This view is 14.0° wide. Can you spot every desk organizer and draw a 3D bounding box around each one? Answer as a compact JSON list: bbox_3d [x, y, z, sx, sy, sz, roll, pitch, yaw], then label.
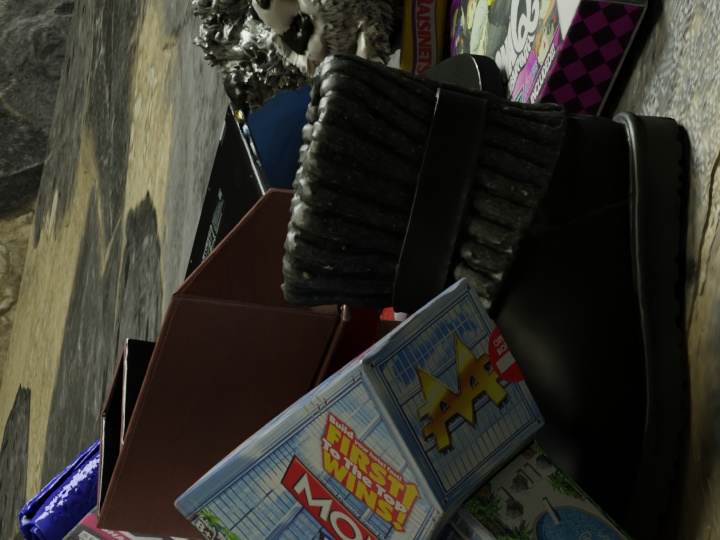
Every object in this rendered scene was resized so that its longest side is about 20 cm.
[{"bbox_3d":[-0.065,0.045,1.330,0.200,0.077,0.072,113,161,-51],"label":"desk organizer"}]

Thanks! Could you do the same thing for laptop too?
[{"bbox_3d":[-0.040,-0.013,1.801,0.200,0.116,0.188,-112,28,-45],"label":"laptop"}]

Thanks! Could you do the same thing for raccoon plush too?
[{"bbox_3d":[0.007,-0.150,1.559,0.134,0.200,0.097,-3,106,43],"label":"raccoon plush"}]

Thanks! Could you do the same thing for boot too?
[{"bbox_3d":[0.044,0.021,1.182,0.079,0.157,0.212,124,150,-65],"label":"boot"}]

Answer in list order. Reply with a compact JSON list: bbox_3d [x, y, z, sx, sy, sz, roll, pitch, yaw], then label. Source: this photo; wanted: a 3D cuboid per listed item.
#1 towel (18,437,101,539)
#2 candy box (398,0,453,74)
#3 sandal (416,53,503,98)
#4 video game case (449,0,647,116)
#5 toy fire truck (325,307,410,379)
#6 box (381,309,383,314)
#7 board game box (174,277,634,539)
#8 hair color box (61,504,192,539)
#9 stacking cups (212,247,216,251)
[{"bbox_3d":[-0.104,0.106,1.671,0.200,0.050,0.148,-43,-26,-15],"label":"towel"},{"bbox_3d":[0.041,-0.146,1.548,0.102,0.026,0.201,60,-146,-78],"label":"candy box"},{"bbox_3d":[0.013,-0.066,1.426,0.200,0.045,0.075,153,118,-69],"label":"sandal"},{"bbox_3d":[0.084,-0.123,1.374,0.200,0.036,0.182,111,163,-50],"label":"video game case"},{"bbox_3d":[0.024,0.100,1.345,0.168,0.112,0.200,108,163,-44],"label":"toy fire truck"},{"bbox_3d":[0.000,0.000,1.576,0.200,0.035,0.110,-87,6,-52],"label":"box"},{"bbox_3d":[0.032,0.101,1.135,0.062,0.200,0.200,-39,-14,-30],"label":"board game box"},{"bbox_3d":[-0.086,0.146,1.479,0.061,0.100,0.200,-59,-5,24],"label":"hair color box"},{"bbox_3d":[-0.046,0.059,1.518,0.200,0.060,0.061,-100,21,-54],"label":"stacking cups"}]
